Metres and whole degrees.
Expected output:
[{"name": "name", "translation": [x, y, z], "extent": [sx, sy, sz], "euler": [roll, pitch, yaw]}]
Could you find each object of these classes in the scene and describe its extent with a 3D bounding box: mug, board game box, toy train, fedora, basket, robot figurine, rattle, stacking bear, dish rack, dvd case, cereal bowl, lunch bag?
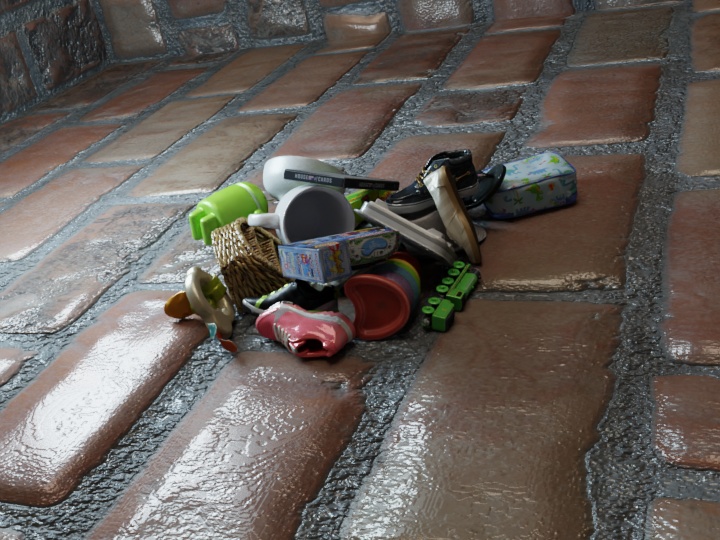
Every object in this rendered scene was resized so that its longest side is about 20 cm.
[{"name": "mug", "translation": [-0.128, -0.101, 1.767], "extent": [0.199, 0.149, 0.175], "euler": [-1, 7, -16]}, {"name": "board game box", "translation": [-0.032, -0.129, 1.893], "extent": [0.199, 0.048, 0.102], "euler": [-17, 16, 42]}, {"name": "toy train", "translation": [0.166, 0.044, 1.572], "extent": [0.056, 0.042, 0.200], "euler": [13, 35, 22]}, {"name": "fedora", "translation": [0.154, -0.101, 1.791], "extent": [0.199, 0.091, 0.177], "euler": [-17, 28, -9]}, {"name": "basket", "translation": [-0.209, -0.032, 1.746], "extent": [0.148, 0.143, 0.200], "euler": [-21, 27, -3]}, {"name": "robot figurine", "translation": [-0.297, -0.132, 2.010], "extent": [0.175, 0.116, 0.200], "euler": [22, 42, 38]}, {"name": "rattle", "translation": [-0.308, 0.101, 1.633], "extent": [0.142, 0.130, 0.201], "euler": [-23, 54, 3]}, {"name": "stacking bear", "translation": [0.057, 0.027, 1.582], "extent": [0.113, 0.122, 0.200], "euler": [-5, 21, 18]}, {"name": "dish rack", "translation": [0.095, -0.074, 1.652], "extent": [0.199, 0.044, 0.172], "euler": [30, -1, 17]}, {"name": "board game box", "translation": [-0.033, -0.026, 1.521], "extent": [0.199, 0.062, 0.200], "euler": [-11, 9, -9]}, {"name": "dvd case", "translation": [-0.036, -0.181, 1.752], "extent": [0.150, 0.025, 0.200], "euler": [12, 10, 33]}, {"name": "cereal bowl", "translation": [-0.133, -0.188, 2.016], "extent": [0.199, 0.200, 0.084], "euler": [2, 72, 25]}, {"name": "lunch bag", "translation": [0.357, -0.186, 1.878], "extent": [0.199, 0.083, 0.161], "euler": [-16, 28, -5]}]

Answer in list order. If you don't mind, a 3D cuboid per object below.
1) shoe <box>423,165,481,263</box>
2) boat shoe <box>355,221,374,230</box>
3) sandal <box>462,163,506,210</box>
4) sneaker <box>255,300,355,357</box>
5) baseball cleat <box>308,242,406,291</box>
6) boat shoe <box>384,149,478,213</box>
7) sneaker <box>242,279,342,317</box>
[{"name": "shoe", "translation": [0.182, -0.103, 1.700], "extent": [0.053, 0.201, 0.070], "euler": [-23, -2, 15]}, {"name": "boat shoe", "translation": [0.010, -0.063, 1.816], "extent": [0.063, 0.071, 0.200], "euler": [-13, 23, 44]}, {"name": "sandal", "translation": [0.229, -0.167, 1.829], "extent": [0.200, 0.048, 0.076], "euler": [-33, 39, 51]}, {"name": "sneaker", "translation": [-0.112, 0.109, 1.526], "extent": [0.199, 0.074, 0.087], "euler": [3, 34, 29]}, {"name": "baseball cleat", "translation": [0.000, 0.000, 1.703], "extent": [0.199, 0.106, 0.070], "euler": [-28, 56, 24]}, {"name": "boat shoe", "translation": [0.136, -0.182, 1.753], "extent": [0.199, 0.091, 0.071], "euler": [-16, 28, -2]}, {"name": "sneaker", "translation": [-0.124, 0.049, 1.616], "extent": [0.199, 0.083, 0.072], "euler": [5, 4, 20]}]
